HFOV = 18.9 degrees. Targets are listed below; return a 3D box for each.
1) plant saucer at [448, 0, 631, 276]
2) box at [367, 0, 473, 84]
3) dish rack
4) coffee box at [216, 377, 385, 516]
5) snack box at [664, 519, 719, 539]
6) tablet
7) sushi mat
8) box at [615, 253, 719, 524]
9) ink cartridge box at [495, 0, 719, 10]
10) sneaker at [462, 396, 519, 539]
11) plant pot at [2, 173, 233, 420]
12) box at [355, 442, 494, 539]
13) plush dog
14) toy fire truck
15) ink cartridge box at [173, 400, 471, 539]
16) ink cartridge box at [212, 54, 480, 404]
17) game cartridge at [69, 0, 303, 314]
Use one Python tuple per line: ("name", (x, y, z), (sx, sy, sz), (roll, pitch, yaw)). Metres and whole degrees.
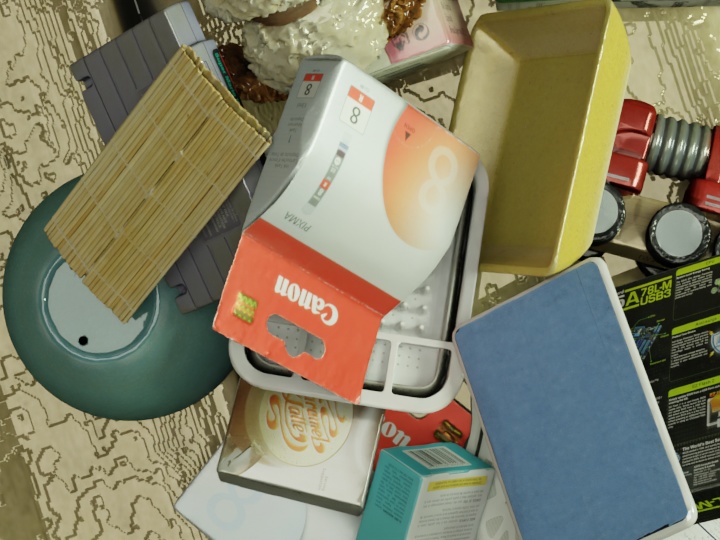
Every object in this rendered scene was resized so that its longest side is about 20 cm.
("plant saucer", (0.129, -0.092, 1.584), (0.048, 0.200, 0.201), (14, 86, -26))
("box", (-0.004, -0.241, 1.607), (0.108, 0.128, 0.201), (-19, 91, 12))
("dish rack", (0.000, 0.000, 1.577), (0.171, 0.044, 0.201), (9, 79, 1))
("coffee box", (-0.030, 0.072, 1.625), (0.114, 0.080, 0.201), (14, 79, 2))
("snack box", (0.243, 0.168, 1.586), (0.068, 0.169, 0.200), (41, 94, -1))
("tablet", (0.145, 0.105, 1.489), (0.130, 0.014, 0.201), (-28, 67, 25))
("sushi mat", (-0.144, -0.057, 1.503), (0.096, 0.012, 0.200), (48, 124, 10))
("box", (0.245, 0.080, 1.504), (0.199, 0.194, 0.047), (-20, 134, 34))
("ink cartridge box", (0.197, -0.239, 1.587), (0.199, 0.146, 0.085), (-1, 91, 5))
("sneaker", (0.131, 0.143, 1.613), (0.075, 0.115, 0.202), (0, 91, -30))
("plant pot", (-0.185, 0.020, 1.631), (0.199, 0.135, 0.201), (0, 92, 5))
("box", (0.033, 0.231, 1.623), (0.049, 0.082, 0.201), (30, 111, 41))
("plush dog", (-0.045, -0.201, 1.492), (0.199, 0.161, 0.172), (-23, 116, 17))
("toy fire truck", (0.246, -0.098, 1.611), (0.175, 0.129, 0.201), (15, 81, 4))
("ink cartridge box", (-0.022, 0.155, 1.666), (0.160, 0.047, 0.200), (39, 97, 3))
("ink cartridge box", (-0.007, -0.025, 1.486), (0.050, 0.162, 0.201), (3, 70, 43))
("game cartridge", (-0.121, -0.078, 1.524), (0.129, 0.038, 0.201), (-21, 94, 43))
